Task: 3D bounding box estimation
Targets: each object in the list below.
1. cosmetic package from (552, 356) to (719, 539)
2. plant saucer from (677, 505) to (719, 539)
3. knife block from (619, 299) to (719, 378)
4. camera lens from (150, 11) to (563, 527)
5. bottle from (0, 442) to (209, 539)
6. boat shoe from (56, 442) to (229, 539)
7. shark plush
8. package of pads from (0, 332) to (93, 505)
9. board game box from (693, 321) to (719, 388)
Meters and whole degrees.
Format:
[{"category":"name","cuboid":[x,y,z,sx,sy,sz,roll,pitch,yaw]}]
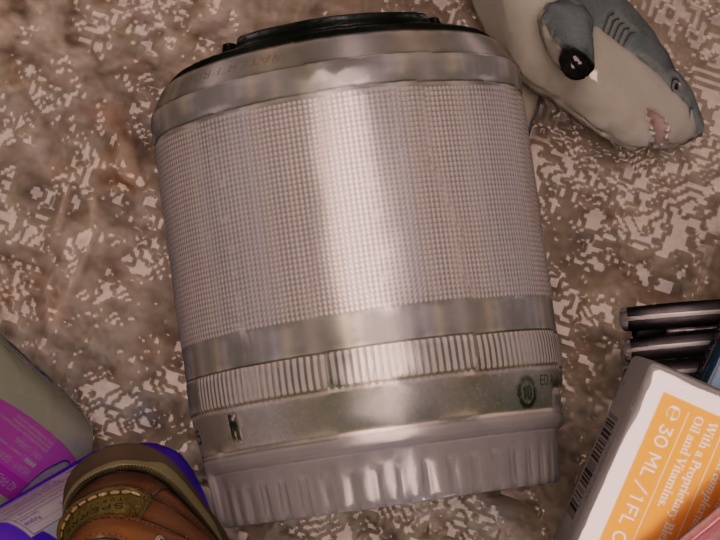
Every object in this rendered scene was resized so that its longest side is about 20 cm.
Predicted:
[{"category":"cosmetic package","cuboid":[0.182,0.119,0.915,0.200,0.071,0.102,23,91,0]},{"category":"plant saucer","cuboid":[0.233,0.131,0.860,0.200,0.037,0.200,-39,90,2]},{"category":"knife block","cuboid":[0.219,0.030,1.033,0.175,0.064,0.200,41,85,1]},{"category":"camera lens","cuboid":[0.000,0.000,0.982,0.159,0.160,0.201,-8,84,-3]},{"category":"bottle","cuboid":[-0.139,0.139,0.950,0.065,0.200,0.084,-8,102,36]},{"category":"boat shoe","cuboid":[-0.053,0.161,0.931,0.072,0.068,0.200,-37,114,15]},{"category":"shark plush","cuboid":[0.086,-0.140,1.068,0.083,0.091,0.200,-14,63,-22]},{"category":"package of pads","cuboid":[-0.215,0.103,0.969,0.068,0.155,0.200,39,82,25]},{"category":"board game box","cuboid":[0.240,0.072,0.972,0.200,0.047,0.151,26,91,1]}]
